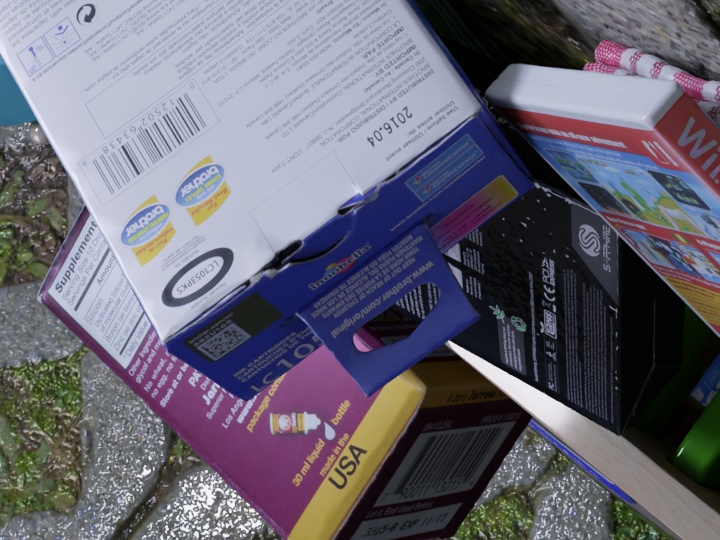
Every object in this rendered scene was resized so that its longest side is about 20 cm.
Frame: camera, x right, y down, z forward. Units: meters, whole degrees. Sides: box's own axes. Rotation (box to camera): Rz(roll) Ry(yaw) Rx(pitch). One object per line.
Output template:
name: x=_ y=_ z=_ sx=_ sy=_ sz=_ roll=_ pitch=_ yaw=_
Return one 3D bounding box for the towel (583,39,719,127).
towel: x=0.160 y=-0.005 z=0.655 sx=0.146 sy=0.030 sz=0.200 roll=44 pitch=175 yaw=-27

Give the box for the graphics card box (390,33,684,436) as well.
graphics card box: x=0.038 y=-0.030 z=0.867 sx=0.200 sy=0.051 sz=0.126 roll=29 pitch=145 yaw=31

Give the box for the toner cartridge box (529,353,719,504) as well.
toner cartridge box: x=0.100 y=0.030 z=1.182 sx=0.200 sy=0.095 sz=0.043 roll=37 pitch=177 yaw=31

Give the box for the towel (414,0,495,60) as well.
towel: x=-0.019 y=-0.134 z=0.941 sx=0.200 sy=0.023 sz=0.153 roll=37 pitch=175 yaw=39

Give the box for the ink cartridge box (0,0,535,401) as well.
ink cartridge box: x=-0.033 y=-0.052 z=0.763 sx=0.200 sy=0.136 sz=0.076 roll=58 pitch=-172 yaw=28

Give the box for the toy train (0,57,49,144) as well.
toy train: x=-0.120 y=-0.107 z=1.112 sx=0.199 sy=0.056 sz=0.150 roll=15 pitch=147 yaw=-33

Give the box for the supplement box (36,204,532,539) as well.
supplement box: x=-0.031 y=0.032 z=1.011 sx=0.200 sy=0.103 sz=0.131 roll=41 pitch=-160 yaw=26

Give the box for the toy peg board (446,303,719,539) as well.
toy peg board: x=0.173 y=0.057 z=0.951 sx=0.200 sy=0.098 sz=0.199 roll=40 pitch=-167 yaw=30

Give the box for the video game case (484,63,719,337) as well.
video game case: x=0.134 y=0.009 z=0.700 sx=0.200 sy=0.017 sz=0.143 roll=43 pitch=175 yaw=-17
